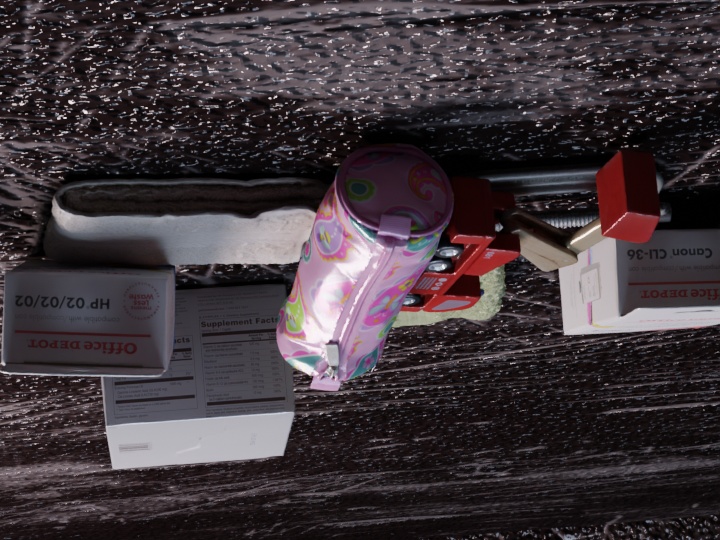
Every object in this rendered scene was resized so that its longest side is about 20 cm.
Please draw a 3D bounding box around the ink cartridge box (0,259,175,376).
[{"bbox_3d":[-0.191,0.032,1.543,0.115,0.068,0.200,1,-176,-4],"label":"ink cartridge box"}]

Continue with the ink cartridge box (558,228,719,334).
[{"bbox_3d":[0.233,0.008,1.662,0.116,0.068,0.200,-2,175,-11],"label":"ink cartridge box"}]

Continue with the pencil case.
[{"bbox_3d":[0.000,0.000,1.480,0.087,0.088,0.200,0,146,-19],"label":"pencil case"}]

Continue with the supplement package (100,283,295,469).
[{"bbox_3d":[-0.140,0.092,1.833,0.155,0.111,0.200,-4,165,-6],"label":"supplement package"}]

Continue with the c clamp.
[{"bbox_3d":[0.136,-0.042,1.571,0.199,0.027,0.171,-2,165,-10],"label":"c clamp"}]

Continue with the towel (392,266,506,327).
[{"bbox_3d":[0.046,0.013,1.741,0.148,0.037,0.200,-6,165,1],"label":"towel"}]

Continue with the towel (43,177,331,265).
[{"bbox_3d":[-0.120,-0.031,1.523,0.199,0.035,0.133,-1,164,-13],"label":"towel"}]

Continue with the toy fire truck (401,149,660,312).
[{"bbox_3d":[0.110,-0.023,1.515,0.140,0.049,0.200,4,156,-17],"label":"toy fire truck"}]
